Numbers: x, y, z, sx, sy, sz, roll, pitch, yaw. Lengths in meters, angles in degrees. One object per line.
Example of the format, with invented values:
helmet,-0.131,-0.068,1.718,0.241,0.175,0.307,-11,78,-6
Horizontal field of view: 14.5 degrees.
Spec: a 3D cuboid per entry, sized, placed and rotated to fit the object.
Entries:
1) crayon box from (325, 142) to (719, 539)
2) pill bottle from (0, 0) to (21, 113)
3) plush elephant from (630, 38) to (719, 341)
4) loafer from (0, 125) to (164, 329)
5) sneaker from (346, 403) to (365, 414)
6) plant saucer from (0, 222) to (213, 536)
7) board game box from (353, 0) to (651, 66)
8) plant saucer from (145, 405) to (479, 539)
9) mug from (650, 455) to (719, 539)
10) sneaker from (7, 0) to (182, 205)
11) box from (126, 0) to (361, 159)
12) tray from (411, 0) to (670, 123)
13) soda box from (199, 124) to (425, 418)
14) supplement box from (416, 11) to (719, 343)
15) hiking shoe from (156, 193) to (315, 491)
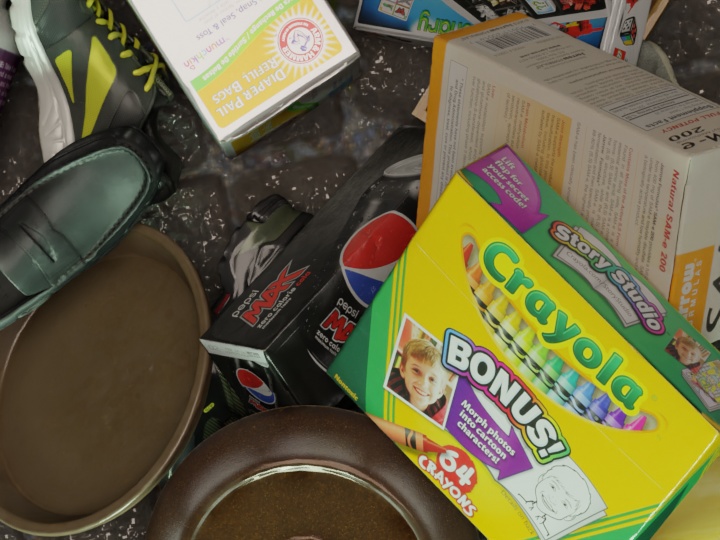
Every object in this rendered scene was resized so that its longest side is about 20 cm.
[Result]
crayon box,0.097,0.062,1.551,0.200,0.058,0.173,45,133,14
pill bottle,-0.273,-0.117,1.741,0.112,0.112,0.201,21,91,5
plush elephant,0.200,-0.050,1.679,0.154,0.200,0.165,26,99,23
loafer,-0.198,-0.012,1.710,0.200,0.070,0.068,-38,103,22
sneaker,-0.034,0.165,1.731,0.201,0.067,0.108,-32,86,-4
plant saucer,-0.164,0.067,1.723,0.199,0.029,0.201,-16,61,32
board game box,0.091,-0.190,1.691,0.199,0.035,0.127,14,90,41
plant saucer,-0.029,0.178,1.628,0.199,0.032,0.201,1,103,6
mug,0.196,0.130,1.683,0.152,0.149,0.188,-3,82,-3
sneaker,-0.157,-0.128,1.731,0.084,0.075,0.201,-4,113,14
box,-0.093,-0.179,1.721,0.101,0.112,0.201,-33,86,-1
tray,0.126,-0.154,1.742,0.098,0.037,0.201,32,92,5
soda box,0.000,0.000,1.682,0.200,0.071,0.063,-48,121,-25
supplement box,0.128,-0.050,1.588,0.200,0.073,0.127,31,126,39
hiking shoe,-0.057,0.059,1.736,0.100,0.076,0.201,22,91,8
